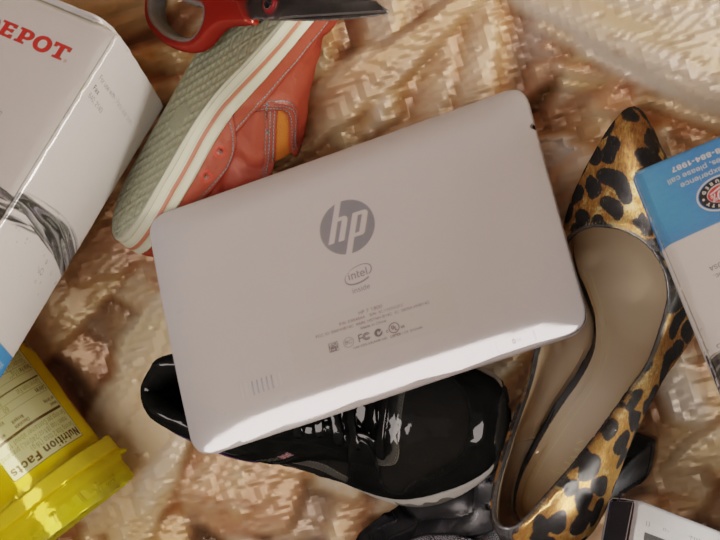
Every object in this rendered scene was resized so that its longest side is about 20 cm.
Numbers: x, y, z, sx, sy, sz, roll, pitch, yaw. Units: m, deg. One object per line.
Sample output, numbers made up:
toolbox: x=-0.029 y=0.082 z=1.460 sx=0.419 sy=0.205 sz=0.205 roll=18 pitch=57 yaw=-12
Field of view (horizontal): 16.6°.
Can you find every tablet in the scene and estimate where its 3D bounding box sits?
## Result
tablet: x=0.000 y=0.000 z=1.178 sx=0.199 sy=0.014 sz=0.131 roll=-19 pitch=65 yaw=11

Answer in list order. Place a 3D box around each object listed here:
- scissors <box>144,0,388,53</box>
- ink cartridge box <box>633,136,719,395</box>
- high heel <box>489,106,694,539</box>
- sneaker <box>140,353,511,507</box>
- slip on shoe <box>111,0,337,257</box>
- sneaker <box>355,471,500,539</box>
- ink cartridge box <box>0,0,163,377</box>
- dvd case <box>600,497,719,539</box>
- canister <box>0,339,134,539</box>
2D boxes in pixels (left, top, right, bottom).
scissors: x=-0.048 y=-0.122 z=1.189 sx=0.200 sy=0.014 sz=0.073 roll=35 pitch=107 yaw=50
ink cartridge box: x=0.222 y=0.025 z=1.070 sx=0.144 sy=0.084 sz=0.201 roll=-22 pitch=52 yaw=6
high heel: x=0.105 y=0.031 z=1.158 sx=0.071 sy=0.142 sz=0.201 roll=10 pitch=108 yaw=28
sneaker: x=-0.023 y=0.074 z=1.215 sx=0.199 sy=0.087 sz=0.076 roll=1 pitch=83 yaw=39
slip on shoe: x=-0.052 y=-0.086 z=1.238 sx=0.061 sy=0.074 sz=0.200 roll=25 pitch=109 yaw=-25
sneaker: x=0.068 y=0.158 z=1.206 sx=0.200 sy=0.075 sz=0.114 roll=30 pitch=83 yaw=45
ink cartridge box: x=-0.214 y=-0.043 z=1.228 sx=0.146 sy=0.086 sz=0.201 roll=23 pitch=72 yaw=25
dvd case: x=0.153 y=0.222 z=1.152 sx=0.025 sy=0.150 sz=0.201 roll=-3 pitch=70 yaw=49
canister: x=-0.237 y=0.074 z=1.332 sx=0.148 sy=0.087 sz=0.200 roll=-38 pitch=87 yaw=24
